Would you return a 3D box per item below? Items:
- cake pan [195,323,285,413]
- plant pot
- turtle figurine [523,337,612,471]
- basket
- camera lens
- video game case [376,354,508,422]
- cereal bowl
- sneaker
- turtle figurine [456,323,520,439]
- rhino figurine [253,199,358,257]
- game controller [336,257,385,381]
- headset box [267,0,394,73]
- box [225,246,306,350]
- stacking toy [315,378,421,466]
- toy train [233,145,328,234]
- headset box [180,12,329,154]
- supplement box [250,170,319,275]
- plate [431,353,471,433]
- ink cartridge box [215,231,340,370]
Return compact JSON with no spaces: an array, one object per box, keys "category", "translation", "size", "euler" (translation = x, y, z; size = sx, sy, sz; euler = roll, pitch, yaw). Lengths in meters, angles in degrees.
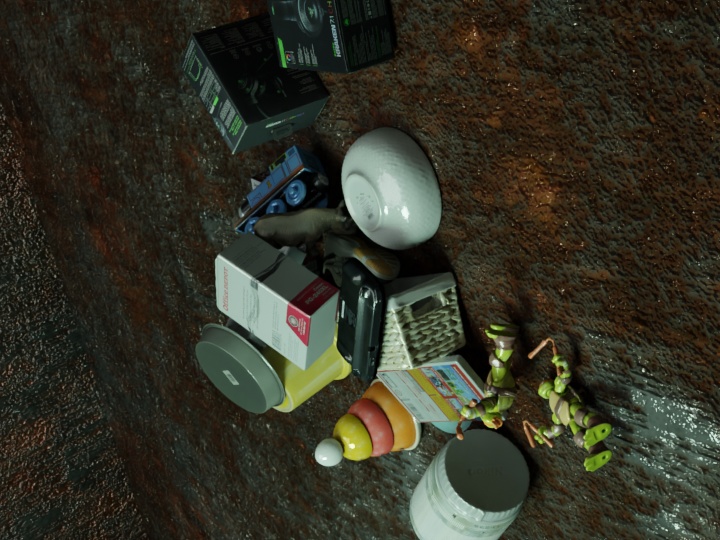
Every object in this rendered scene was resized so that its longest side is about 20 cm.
[{"category":"cake pan","translation":[-0.223,0.182,1.732],"size":[0.200,0.037,0.201],"euler":[30,146,23]},{"category":"plant pot","translation":[-0.117,0.154,1.796],"size":[0.200,0.189,0.201],"euler":[30,148,21]},{"category":"turtle figurine","translation":[0.296,0.207,1.362],"size":[0.161,0.064,0.201],"euler":[-126,34,-52]},{"category":"basket","translation":[0.062,0.085,1.561],"size":[0.200,0.135,0.124],"euler":[-7,102,58]},{"category":"camera lens","translation":[0.176,0.370,1.574],"size":[0.160,0.159,0.201],"euler":[50,146,23]},{"category":"video game case","translation":[0.128,0.198,1.576],"size":[0.199,0.017,0.143],"euler":[-11,126,48]},{"category":"cereal bowl","translation":[0.034,-0.121,1.517],"size":[0.200,0.083,0.201],"euler":[35,138,40]},{"category":"sneaker","translation":[0.000,0.000,1.644],"size":[0.200,0.075,0.088],"euler":[31,110,57]},{"category":"turtle figurine","translation":[0.198,0.166,1.401],"size":[0.064,0.200,0.163],"euler":[12,103,28]},{"category":"rhino figurine","translation":[-0.087,-0.070,1.619],"size":[0.060,0.198,0.088],"euler":[-98,-4,-45]},{"category":"game controller","translation":[-0.001,0.078,1.498],"size":[0.104,0.042,0.201],"euler":[-125,31,-44]},{"category":"headset box","translation":[-0.055,-0.395,1.432],"size":[0.199,0.092,0.175],"euler":[21,128,50]},{"category":"box","translation":[-0.185,0.058,1.773],"size":[0.041,0.201,0.156],"euler":[33,153,-21]},{"category":"stacking toy","translation":[-0.001,0.299,1.755],"size":[0.146,0.199,0.147],"euler":[39,142,39]},{"category":"toy train","translation":[-0.140,-0.122,1.693],"size":[0.200,0.086,0.115],"euler":[-39,55,24]},{"category":"headset box","translation":[-0.174,-0.313,1.611],"size":[0.201,0.174,0.093],"euler":[58,148,10]},{"category":"supplement box","translation":[-0.144,-0.084,1.839],"size":[0.109,0.061,0.201],"euler":[24,130,46]},{"category":"plate","translation":[0.120,0.196,1.667],"size":[0.200,0.025,0.201],"euler":[37,140,40]},{"category":"ink cartridge box","translation":[-0.140,0.048,1.591],"size":[0.199,0.083,0.146],"euler":[33,143,20]}]
